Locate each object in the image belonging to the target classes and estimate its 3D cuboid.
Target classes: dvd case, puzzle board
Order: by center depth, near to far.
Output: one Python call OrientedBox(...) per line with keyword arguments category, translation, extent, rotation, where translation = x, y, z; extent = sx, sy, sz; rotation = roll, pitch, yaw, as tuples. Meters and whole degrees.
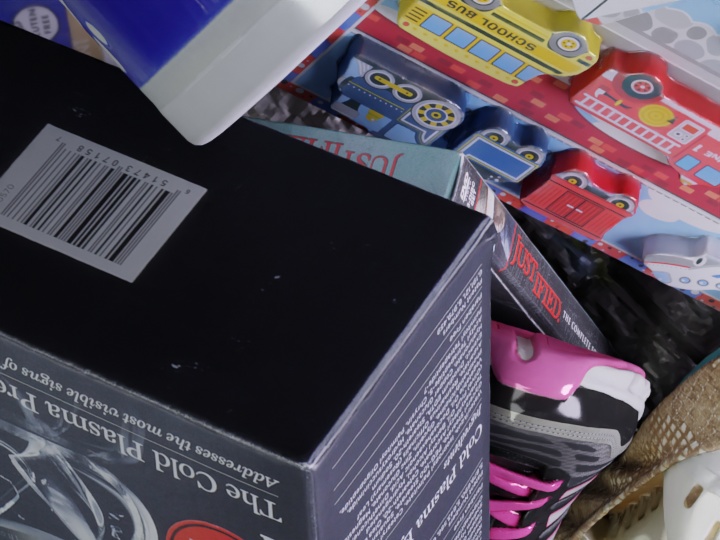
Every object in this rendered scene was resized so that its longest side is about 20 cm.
OrientedBox(category="puzzle board", translation=(0.094, -0.046, 0.858), extent=(0.199, 0.017, 0.151), rotation=(25, 145, -21))
OrientedBox(category="dvd case", translation=(0.000, 0.000, 0.954), extent=(0.145, 0.022, 0.200), rotation=(10, 163, 27))

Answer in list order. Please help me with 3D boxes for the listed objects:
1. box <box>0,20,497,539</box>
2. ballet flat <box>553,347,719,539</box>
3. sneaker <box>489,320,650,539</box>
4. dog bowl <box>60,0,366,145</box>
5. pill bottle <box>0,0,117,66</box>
OrientedBox(category="box", translation=(-0.068, 0.044, 0.863), extent=(0.199, 0.104, 0.183), rotation=(22, 143, 22))
OrientedBox(category="ballet flat", translation=(0.113, 0.084, 0.982), extent=(0.070, 0.066, 0.200), rotation=(17, 147, -16))
OrientedBox(category="sneaker", translation=(0.041, 0.073, 0.950), extent=(0.073, 0.088, 0.200), rotation=(19, 164, -3))
OrientedBox(category="dog bowl", translation=(0.002, -0.129, 0.767), extent=(0.079, 0.200, 0.200), rotation=(45, 140, -6))
OrientedBox(category="pill bottle", translation=(-0.173, -0.098, 0.923), extent=(0.199, 0.120, 0.120), rotation=(-11, 130, -3))
